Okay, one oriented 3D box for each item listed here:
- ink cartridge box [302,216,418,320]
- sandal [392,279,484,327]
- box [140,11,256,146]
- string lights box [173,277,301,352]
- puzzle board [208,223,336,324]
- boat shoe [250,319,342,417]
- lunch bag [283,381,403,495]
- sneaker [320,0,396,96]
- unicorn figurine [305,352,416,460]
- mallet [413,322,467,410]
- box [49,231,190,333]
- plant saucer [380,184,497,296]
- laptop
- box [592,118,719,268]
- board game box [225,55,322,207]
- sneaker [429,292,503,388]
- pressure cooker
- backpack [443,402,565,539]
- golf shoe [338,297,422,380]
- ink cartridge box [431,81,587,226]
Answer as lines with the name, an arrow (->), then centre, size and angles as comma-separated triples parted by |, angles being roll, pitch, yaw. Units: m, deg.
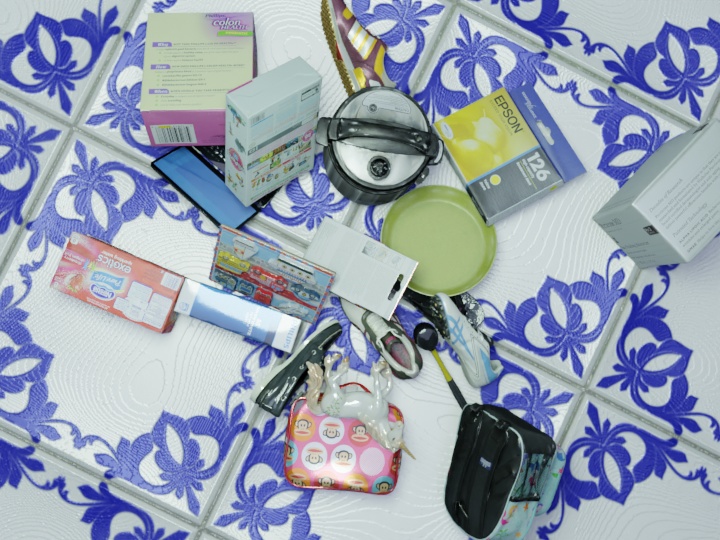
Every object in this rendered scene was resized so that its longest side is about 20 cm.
ink cartridge box -> 0.000, 0.000, 1.380 | 0.199, 0.050, 0.110 | 27, 86, 29
sandal -> 0.120, 0.045, 1.431 | 0.199, 0.048, 0.076 | 29, 86, -2
box -> -0.257, -0.311, 1.367 | 0.173, 0.097, 0.202 | -2, 64, -3
string lights box -> -0.198, 0.075, 1.385 | 0.198, 0.103, 0.060 | 20, 84, -2
puzzle board -> -0.149, 0.012, 1.376 | 0.198, 0.151, 0.018 | 23, 52, -2
boat shoe -> -0.089, 0.163, 1.378 | 0.066, 0.075, 0.199 | 41, 58, 15
lunch bag -> -0.027, 0.274, 1.396 | 0.197, 0.082, 0.179 | 8, 87, -2
sneaker -> -0.004, -0.390, 1.437 | 0.089, 0.075, 0.202 | -19, 95, -12
unicorn figurine -> 0.006, 0.211, 1.343 | 0.197, 0.074, 0.139 | 8, 87, 11
mallet -> 0.147, 0.177, 1.437 | 0.041, 0.066, 0.201 | -29, 104, 2
box -> -0.390, 0.021, 1.381 | 0.198, 0.095, 0.101 | 22, 86, -2
plant saucer -> 0.132, -0.047, 1.423 | 0.197, 0.031, 0.203 | 0, 71, -1
laptop -> -0.212, -0.185, 1.396 | 0.177, 0.103, 0.200 | 41, 87, -1
box -> 0.520, -0.120, 1.383 | 0.200, 0.199, 0.131 | -45, 90, -3
board game box -> -0.138, -0.213, 1.312 | 0.147, 0.201, 0.064 | -34, 64, -29
sneaker -> 0.175, 0.108, 1.396 | 0.072, 0.072, 0.201 | -34, 119, -4
pressure cooker -> 0.030, -0.201, 1.359 | 0.175, 0.200, 0.180 | -34, 90, -7
backpack -> 0.225, 0.334, 1.360 | 0.149, 0.177, 0.202 | 17, 94, -31
golf shoe -> 0.038, 0.094, 1.406 | 0.077, 0.088, 0.201 | -39, 89, -2
ink cartridge box -> 0.253, -0.208, 1.431 | 0.198, 0.047, 0.199 | -29, 74, -1
